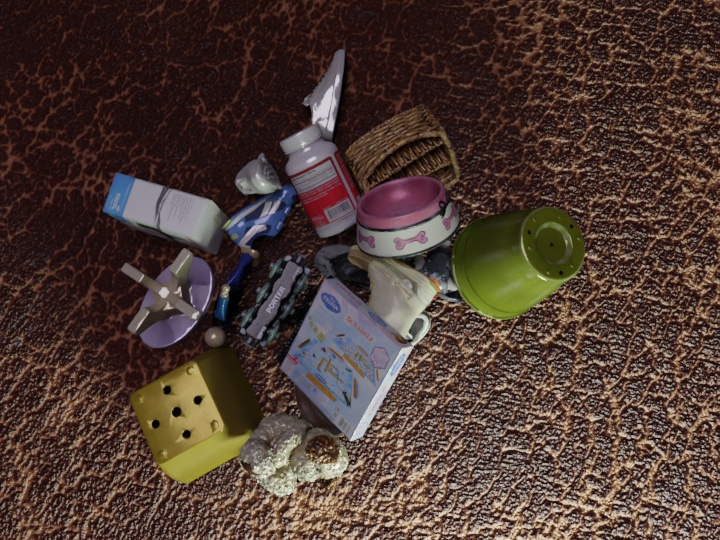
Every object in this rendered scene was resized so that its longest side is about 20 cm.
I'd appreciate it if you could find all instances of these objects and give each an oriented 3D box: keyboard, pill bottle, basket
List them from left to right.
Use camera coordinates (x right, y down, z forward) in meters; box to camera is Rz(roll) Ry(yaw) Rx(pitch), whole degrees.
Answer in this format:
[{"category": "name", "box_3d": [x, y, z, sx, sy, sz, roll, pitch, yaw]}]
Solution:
[{"category": "keyboard", "box_3d": [-0.109, 0.099, 1.285, 0.201, 0.039, 0.104, -57, 36, 6]}, {"category": "pill bottle", "box_3d": [-0.076, -0.176, 1.301, 0.111, 0.112, 0.202, -27, 104, -1]}, {"category": "basket", "box_3d": [0.085, -0.208, 1.314, 0.198, 0.143, 0.150, -30, 76, -1]}]

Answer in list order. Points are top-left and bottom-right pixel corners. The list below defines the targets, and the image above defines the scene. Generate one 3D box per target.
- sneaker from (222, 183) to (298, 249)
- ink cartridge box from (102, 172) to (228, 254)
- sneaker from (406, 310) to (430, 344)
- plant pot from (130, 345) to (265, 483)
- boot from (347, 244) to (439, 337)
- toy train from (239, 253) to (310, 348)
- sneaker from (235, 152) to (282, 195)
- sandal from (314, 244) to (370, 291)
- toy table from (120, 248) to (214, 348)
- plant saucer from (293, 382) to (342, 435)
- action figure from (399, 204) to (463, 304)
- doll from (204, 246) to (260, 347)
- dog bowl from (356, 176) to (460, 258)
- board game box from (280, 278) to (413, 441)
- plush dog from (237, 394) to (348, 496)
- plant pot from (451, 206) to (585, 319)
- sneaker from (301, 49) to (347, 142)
[{"category": "sneaker", "box_3d": [-0.180, -0.113, 1.357, 0.199, 0.074, 0.083, -35, 96, -10]}, {"category": "ink cartridge box", "box_3d": [-0.383, -0.111, 1.336, 0.197, 0.145, 0.085, 16, 80, 9]}, {"category": "sneaker", "box_3d": [0.049, 0.144, 1.261, 0.200, 0.080, 0.077, -43, 91, -3]}, {"category": "plant pot", "box_3d": [-0.308, 0.261, 1.231, 0.198, 0.177, 0.202, -28, 76, -2]}, {"category": "boot", "box_3d": [0.026, 0.049, 1.225, 0.199, 0.072, 0.156, 27, 80, 31]}, {"category": "toy train", "box_3d": [-0.164, 0.059, 1.294, 0.085, 0.114, 0.202, 30, 84, -2]}, {"category": "sneaker", "box_3d": [-0.207, -0.177, 1.318, 0.080, 0.200, 0.077, -31, 104, 0]}, {"category": "sandal", "box_3d": [0.001, -0.001, 1.325, 0.198, 0.048, 0.076, 23, 81, 9]}, {"category": "toy table", "box_3d": [-0.376, 0.054, 1.315, 0.182, 0.117, 0.202, 20, 79, 9]}, {"category": "plant saucer", "box_3d": [-0.048, 0.204, 1.249, 0.199, 0.032, 0.203, -8, 79, 42]}, {"category": "action figure", "box_3d": [0.127, -0.029, 1.290, 0.198, 0.105, 0.195, 20, 66, 1]}, {"category": "doll", "box_3d": [-0.253, 0.054, 1.297, 0.048, 0.137, 0.202, 21, 68, -1]}, {"category": "dog bowl", "box_3d": [0.080, -0.105, 1.227, 0.197, 0.201, 0.075, -15, 119, 2]}, {"category": "board game box", "box_3d": [-0.030, 0.153, 1.171, 0.200, 0.041, 0.201, 40, 113, 29]}, {"category": "plush dog", "box_3d": [-0.102, 0.321, 1.197, 0.170, 0.201, 0.162, 13, 62, 16]}, {"category": "plant pot", "box_3d": [0.293, -0.027, 1.197, 0.198, 0.193, 0.203, 4, 77, -17]}, {"category": "sneaker", "box_3d": [-0.078, -0.374, 1.402, 0.083, 0.073, 0.203, 11, 80, 5]}]
